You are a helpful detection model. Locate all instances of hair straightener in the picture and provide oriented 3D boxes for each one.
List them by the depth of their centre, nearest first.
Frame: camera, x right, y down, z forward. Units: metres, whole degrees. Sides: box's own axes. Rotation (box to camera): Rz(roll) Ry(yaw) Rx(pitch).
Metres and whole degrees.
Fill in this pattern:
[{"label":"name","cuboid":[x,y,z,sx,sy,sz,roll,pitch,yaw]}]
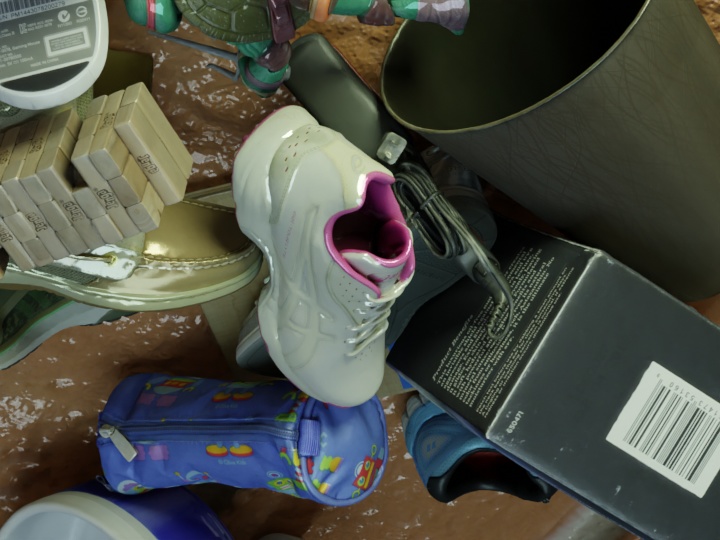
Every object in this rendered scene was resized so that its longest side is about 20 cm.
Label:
[{"label":"hair straightener","cuboid":[0.019,-0.046,1.080,0.041,0.200,0.077,-36,167,7]}]

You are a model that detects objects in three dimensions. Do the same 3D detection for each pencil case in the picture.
[{"label":"pencil case","cuboid":[-0.080,0.103,1.238,0.199,0.078,0.087,-2,176,40]}]

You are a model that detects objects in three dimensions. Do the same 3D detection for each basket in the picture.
[{"label":"basket","cuboid":[0.142,-0.080,1.096,0.180,0.136,0.200,-16,139,38]}]

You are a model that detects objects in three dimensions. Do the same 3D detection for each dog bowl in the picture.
[{"label":"dog bowl","cuboid":[-0.156,0.237,1.332,0.079,0.200,0.200,-20,151,-47]}]

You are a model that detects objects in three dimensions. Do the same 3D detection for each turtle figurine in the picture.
[{"label":"turtle figurine","cuboid":[-0.049,-0.153,1.029,0.199,0.101,0.150,-10,117,-5]}]

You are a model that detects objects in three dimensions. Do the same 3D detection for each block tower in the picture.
[{"label":"block tower","cuboid":[-0.187,-0.031,1.008,0.199,0.054,0.058,-19,124,20]}]

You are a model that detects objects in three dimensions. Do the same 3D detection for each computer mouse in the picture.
[{"label":"computer mouse","cuboid":[-0.170,-0.172,0.986,0.109,0.201,0.044,-12,171,2]}]

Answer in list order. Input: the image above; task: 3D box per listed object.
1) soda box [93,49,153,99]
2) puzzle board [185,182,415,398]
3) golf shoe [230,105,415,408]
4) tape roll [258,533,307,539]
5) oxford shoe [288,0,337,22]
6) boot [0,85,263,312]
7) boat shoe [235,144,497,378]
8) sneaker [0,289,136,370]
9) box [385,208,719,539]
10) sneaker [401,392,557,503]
[{"label":"soda box","cuboid":[-0.218,-0.092,1.117,0.199,0.064,0.068,8,131,-10]},{"label":"puzzle board","cuboid":[-0.024,0.012,1.252,0.150,0.017,0.200,-13,132,9]},{"label":"golf shoe","cuboid":[-0.010,0.007,1.085,0.091,0.075,0.200,22,143,35]},{"label":"tape roll","cuboid":[-0.064,0.280,1.372,0.037,0.203,0.203,17,130,-23]},{"label":"oxford shoe","cuboid":[-0.030,-0.220,0.958,0.073,0.071,0.201,3,92,2]},{"label":"boot","cuboid":[-0.143,-0.061,1.060,0.199,0.072,0.155,6,129,-7]},{"label":"boat shoe","cuboid":[-0.001,-0.001,1.196,0.074,0.065,0.202,20,134,-35]},{"label":"sneaker","cuboid":[-0.201,-0.004,1.156,0.077,0.200,0.089,17,120,40]},{"label":"box","cuboid":[0.146,0.073,1.153,0.200,0.198,0.123,32,90,-17]},{"label":"sneaker","cuboid":[0.129,0.116,1.301,0.199,0.090,0.079,-9,133,3]}]
